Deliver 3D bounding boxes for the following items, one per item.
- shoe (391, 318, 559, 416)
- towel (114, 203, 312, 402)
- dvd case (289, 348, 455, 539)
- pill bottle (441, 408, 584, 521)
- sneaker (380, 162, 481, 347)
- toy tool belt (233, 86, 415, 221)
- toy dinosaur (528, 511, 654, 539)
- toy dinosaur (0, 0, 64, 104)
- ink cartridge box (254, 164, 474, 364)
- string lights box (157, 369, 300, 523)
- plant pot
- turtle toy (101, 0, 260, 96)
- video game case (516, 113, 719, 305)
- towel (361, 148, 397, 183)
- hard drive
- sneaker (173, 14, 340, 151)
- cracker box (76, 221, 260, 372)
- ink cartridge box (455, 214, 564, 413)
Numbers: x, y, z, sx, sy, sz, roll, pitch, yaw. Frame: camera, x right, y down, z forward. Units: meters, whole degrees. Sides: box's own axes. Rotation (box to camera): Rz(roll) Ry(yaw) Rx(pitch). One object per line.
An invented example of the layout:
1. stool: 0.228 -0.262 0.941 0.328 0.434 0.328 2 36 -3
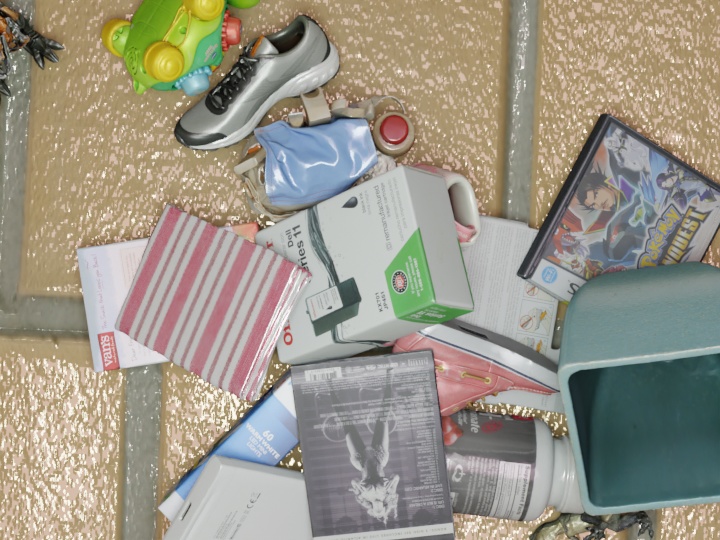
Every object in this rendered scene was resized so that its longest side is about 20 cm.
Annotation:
1. shoe: 0.119 0.112 1.415 0.199 0.072 0.092 22 101 -19
2. towel: -0.155 0.030 1.373 0.199 0.030 0.147 24 89 31
3. dvd case: 0.013 0.187 1.375 0.147 0.016 0.202 -7 98 4
4. pill bottle: 0.145 0.209 1.439 0.198 0.111 0.112 7 90 -2
5. sneaker: 0.063 -0.015 1.404 0.075 0.104 0.202 21 83 -35
6. toy tool belt: -0.033 -0.125 1.393 0.198 0.123 0.126 -19 84 -4
7. toy dinosaur: 0.269 0.267 1.456 0.199 0.088 0.048 -26 105 -1
8. toy dinosaur: -0.389 -0.257 1.399 0.101 0.136 0.201 -22 49 14
9. ink cartridge box: 0.000 0.000 1.357 0.199 0.083 0.148 -23 72 32
10. string lights box: -0.121 0.194 1.434 0.059 0.103 0.200 45 88 -2
11. plant pot: 0.304 0.099 1.360 0.194 0.201 0.198 -9 123 11
12. turtle toy: -0.176 -0.267 1.425 0.101 0.145 0.201 35 89 -41
13. video game case: 0.292 -0.039 1.469 0.180 0.025 0.201 29 88 -14
14. towel: -0.013 -0.037 1.474 0.131 0.034 0.202 -7 91 -1
15. hard drive: -0.104 0.265 1.399 0.199 0.027 0.133 20 106 -42
16. sneaker: -0.119 -0.203 1.436 0.199 0.080 0.074 -36 48 -6
17. cracker box: -0.197 0.028 1.454 0.198 0.058 0.136 -8 90 -3
18. ink cartridge box: 0.158 0.046 1.476 0.172 0.044 0.202 10 89 -16
